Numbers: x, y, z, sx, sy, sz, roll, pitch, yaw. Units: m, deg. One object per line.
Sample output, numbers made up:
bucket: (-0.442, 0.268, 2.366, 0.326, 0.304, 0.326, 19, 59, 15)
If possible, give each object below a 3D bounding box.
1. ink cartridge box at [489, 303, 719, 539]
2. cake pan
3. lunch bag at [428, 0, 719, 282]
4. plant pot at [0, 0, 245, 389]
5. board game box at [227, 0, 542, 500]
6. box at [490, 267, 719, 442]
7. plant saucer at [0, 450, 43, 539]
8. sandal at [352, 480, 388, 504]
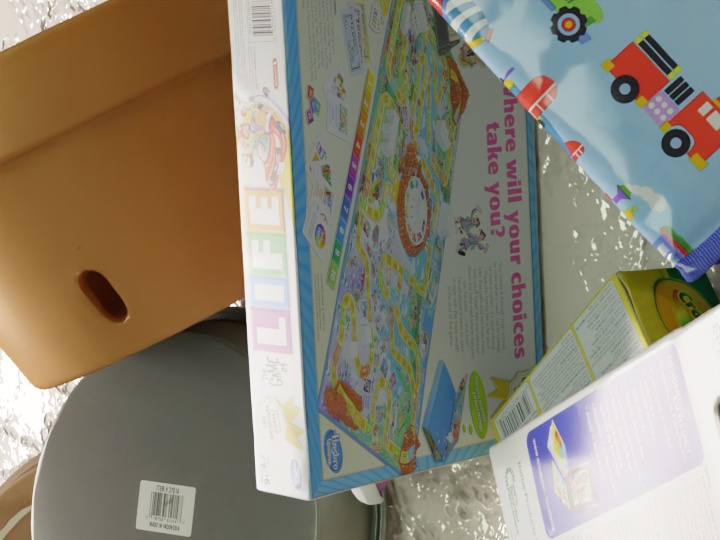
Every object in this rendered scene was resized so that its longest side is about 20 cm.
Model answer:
ink cartridge box: (0.102, 0.081, 0.792, 0.200, 0.037, 0.095, 134, 126, -66)
cake pan: (-0.079, 0.115, 1.089, 0.200, 0.037, 0.201, -5, 81, 34)
lunch bag: (0.137, -0.120, 0.778, 0.200, 0.094, 0.151, -44, 83, 15)
plant pot: (-0.114, -0.038, 1.047, 0.200, 0.200, 0.140, -22, 97, 48)
board game box: (0.014, -0.019, 0.931, 0.034, 0.134, 0.201, 5, 100, 48)
box: (0.123, 0.112, 0.866, 0.117, 0.048, 0.200, -55, 46, 49)
plant saucer: (-0.134, 0.178, 1.159, 0.200, 0.029, 0.201, -6, 79, 30)
sandal: (-0.001, 0.000, 1.012, 0.050, 0.082, 0.203, -11, 86, 6)
